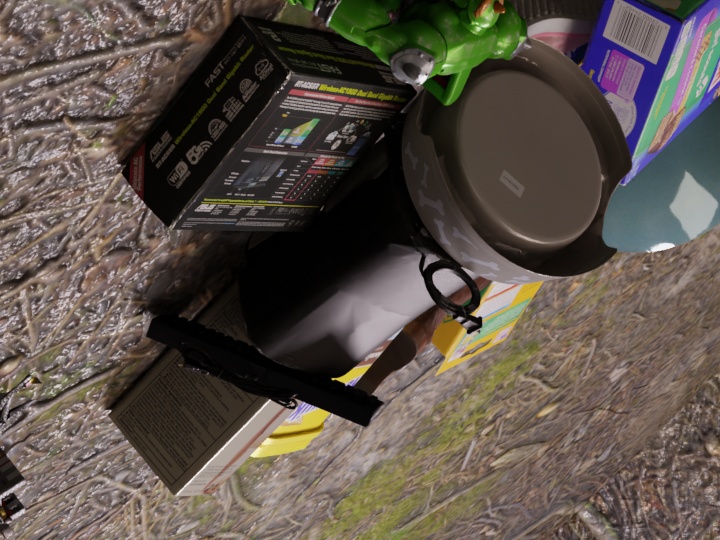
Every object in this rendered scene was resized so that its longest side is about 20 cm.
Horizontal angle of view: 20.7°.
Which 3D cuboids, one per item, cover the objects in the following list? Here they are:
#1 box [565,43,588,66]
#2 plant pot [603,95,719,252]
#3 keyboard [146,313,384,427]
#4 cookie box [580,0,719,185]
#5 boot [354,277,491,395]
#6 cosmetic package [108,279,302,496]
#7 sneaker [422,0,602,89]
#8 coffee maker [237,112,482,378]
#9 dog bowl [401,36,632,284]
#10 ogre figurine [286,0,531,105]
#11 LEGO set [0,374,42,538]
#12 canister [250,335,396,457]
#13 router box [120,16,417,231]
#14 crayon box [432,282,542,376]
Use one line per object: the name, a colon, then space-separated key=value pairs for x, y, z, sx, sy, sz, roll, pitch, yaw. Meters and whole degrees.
box: x=0.171 y=-0.186 z=1.734 sx=0.200 sy=0.064 sz=0.070 roll=-41 pitch=161 yaw=1
plant pot: x=0.264 y=-0.135 z=1.874 sx=0.200 sy=0.200 sz=0.135 roll=-38 pitch=135 yaw=-10
keyboard: x=-0.081 y=0.081 z=1.613 sx=0.127 sy=0.200 sz=0.021 roll=-41 pitch=151 yaw=-77
cookie box: x=0.260 y=-0.192 z=1.656 sx=0.200 sy=0.075 sz=0.171 roll=-41 pitch=155 yaw=-44
boot: x=0.047 y=0.049 z=2.014 sx=0.186 sy=0.064 sz=0.200 roll=-25 pitch=-165 yaw=43
cosmetic package: x=-0.110 y=0.095 z=1.740 sx=0.200 sy=0.103 sz=0.087 roll=-44 pitch=163 yaw=13
sneaker: x=0.127 y=-0.189 z=1.627 sx=0.200 sy=0.075 sz=0.105 roll=-20 pitch=152 yaw=-39
coffee maker: x=0.000 y=0.000 z=1.575 sx=0.200 sy=0.135 sz=0.192 roll=-39 pitch=-156 yaw=35
dog bowl: x=0.117 y=-0.080 z=1.514 sx=0.200 sy=0.200 sz=0.059 roll=-25 pitch=177 yaw=-39
ogre figurine: x=0.046 y=-0.187 z=1.399 sx=0.098 sy=0.120 sz=0.200 roll=-49 pitch=161 yaw=19
LEGO set: x=-0.313 y=0.147 z=1.427 sx=0.154 sy=0.116 sz=0.200 roll=-29 pitch=157 yaw=-33
canister: x=-0.041 y=0.073 z=1.851 sx=0.200 sy=0.087 sz=0.148 roll=-50 pitch=160 yaw=19
router box: x=-0.064 y=-0.103 z=1.456 sx=0.150 sy=0.062 sz=0.200 roll=-49 pitch=160 yaw=19
crayon box: x=0.143 y=0.017 z=2.139 sx=0.126 sy=0.052 sz=0.200 roll=-24 pitch=154 yaw=-41
